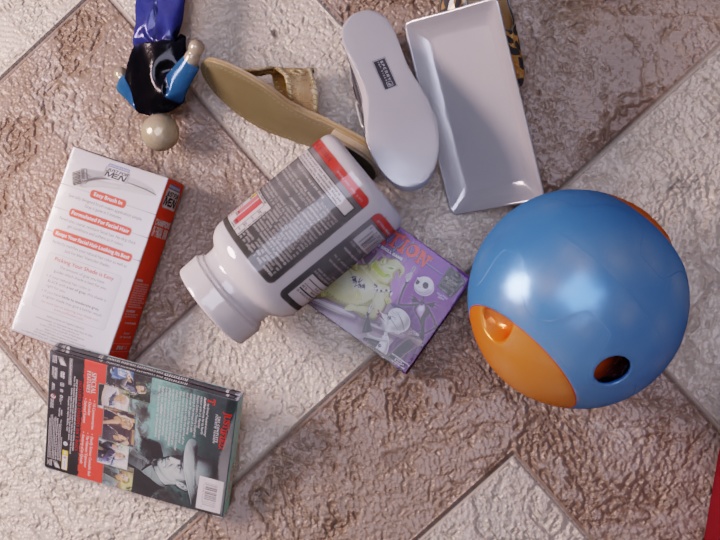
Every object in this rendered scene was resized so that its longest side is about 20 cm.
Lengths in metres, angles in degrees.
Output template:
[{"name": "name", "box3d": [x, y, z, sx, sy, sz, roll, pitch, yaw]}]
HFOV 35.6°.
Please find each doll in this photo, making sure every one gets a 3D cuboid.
[{"name": "doll", "box3d": [-0.207, -0.224, 1.166, 0.136, 0.048, 0.200, -2, 84, 40]}]

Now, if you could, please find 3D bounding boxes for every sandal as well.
[{"name": "sandal", "box3d": [-0.058, -0.174, 1.156, 0.211, 0.078, 0.070, 32, 65, 3]}]

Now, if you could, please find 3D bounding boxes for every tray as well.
[{"name": "tray", "box3d": [0.115, -0.160, 1.108, 0.107, 0.022, 0.200, -7, 103, 35]}]

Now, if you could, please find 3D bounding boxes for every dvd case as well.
[{"name": "dvd case", "box3d": [-0.222, 0.162, 1.131, 0.200, 0.022, 0.146, 14, 115, 10]}]

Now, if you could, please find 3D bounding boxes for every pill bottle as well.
[{"name": "pill bottle", "box3d": [-0.069, -0.028, 1.085, 0.200, 0.116, 0.116, -39, 82, 3]}]

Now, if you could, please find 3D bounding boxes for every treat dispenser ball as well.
[{"name": "treat dispenser ball", "box3d": [0.198, 0.026, 1.028, 0.200, 0.201, 0.201, -1, 85, 7]}]

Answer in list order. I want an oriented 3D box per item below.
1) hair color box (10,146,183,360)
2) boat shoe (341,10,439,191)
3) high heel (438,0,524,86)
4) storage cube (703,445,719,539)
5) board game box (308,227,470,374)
[{"name": "hair color box", "box3d": [-0.271, -0.015, 1.162, 0.111, 0.064, 0.200, 19, 90, 8]}, {"name": "boat shoe", "box3d": [0.028, -0.161, 1.119, 0.072, 0.068, 0.200, -19, 68, -3]}, {"name": "high heel", "box3d": [0.137, -0.291, 1.096, 0.143, 0.071, 0.200, -41, 72, 46]}, {"name": "storage cube", "box3d": [0.412, 0.201, 0.990, 0.171, 0.200, 0.180, 10, 92, 8]}, {"name": "board game box", "box3d": [0.000, 0.000, 1.145, 0.200, 0.032, 0.120, 35, 86, 9]}]
